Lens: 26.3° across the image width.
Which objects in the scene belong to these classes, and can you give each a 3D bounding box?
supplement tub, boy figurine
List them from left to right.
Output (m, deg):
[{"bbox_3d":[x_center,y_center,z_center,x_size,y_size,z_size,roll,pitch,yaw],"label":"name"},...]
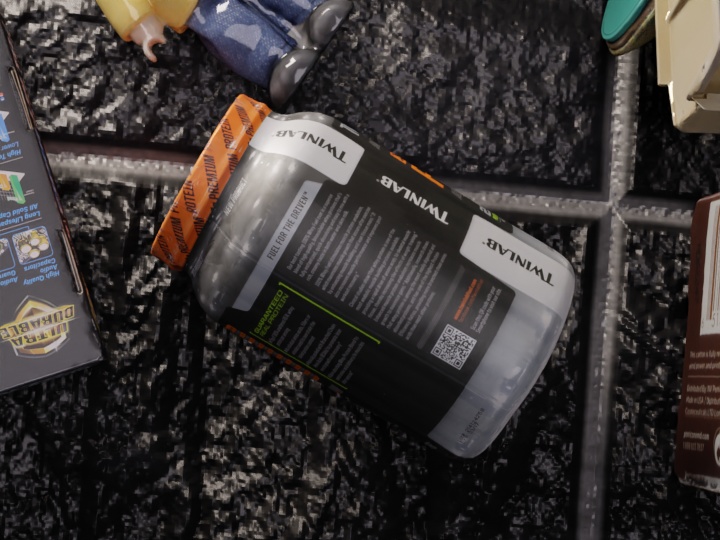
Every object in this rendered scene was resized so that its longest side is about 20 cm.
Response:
[{"bbox_3d":[-0.097,-0.179,0.829,0.200,0.064,0.125,39,86,-6],"label":"boy figurine"},{"bbox_3d":[0.000,0.000,0.799,0.199,0.123,0.123,31,84,-4],"label":"supplement tub"}]

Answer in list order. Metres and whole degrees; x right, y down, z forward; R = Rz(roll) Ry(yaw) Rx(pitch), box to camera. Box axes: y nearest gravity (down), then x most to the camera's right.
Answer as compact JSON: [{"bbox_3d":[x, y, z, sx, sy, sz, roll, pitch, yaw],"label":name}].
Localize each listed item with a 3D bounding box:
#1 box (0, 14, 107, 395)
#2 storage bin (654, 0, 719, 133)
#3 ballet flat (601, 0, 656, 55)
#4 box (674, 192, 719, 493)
[{"bbox_3d":[-0.255,-0.017,0.809,0.198,0.050,0.200,-18,90,-7],"label":"box"},{"bbox_3d":[0.255,-0.172,0.778,0.198,0.094,0.200,2,78,-8],"label":"storage bin"},{"bbox_3d":[0.197,-0.206,0.865,0.070,0.071,0.202,20,84,-5],"label":"ballet flat"},{"bbox_3d":[0.288,0.043,0.806,0.198,0.166,0.166,6,85,-5],"label":"box"}]
